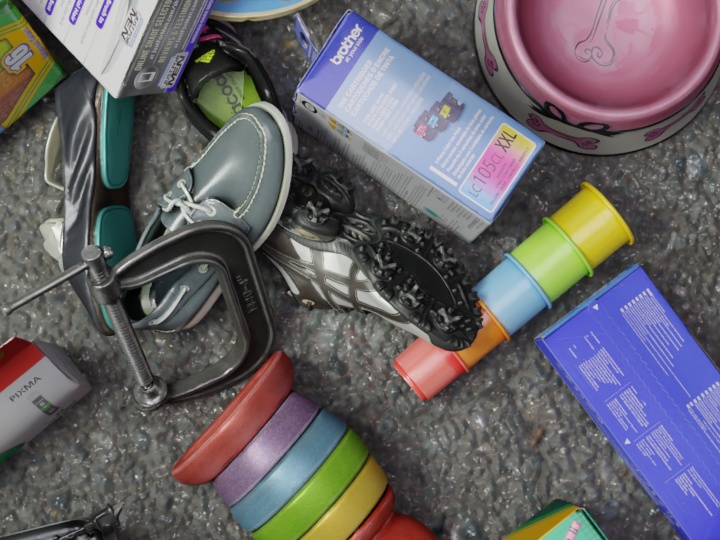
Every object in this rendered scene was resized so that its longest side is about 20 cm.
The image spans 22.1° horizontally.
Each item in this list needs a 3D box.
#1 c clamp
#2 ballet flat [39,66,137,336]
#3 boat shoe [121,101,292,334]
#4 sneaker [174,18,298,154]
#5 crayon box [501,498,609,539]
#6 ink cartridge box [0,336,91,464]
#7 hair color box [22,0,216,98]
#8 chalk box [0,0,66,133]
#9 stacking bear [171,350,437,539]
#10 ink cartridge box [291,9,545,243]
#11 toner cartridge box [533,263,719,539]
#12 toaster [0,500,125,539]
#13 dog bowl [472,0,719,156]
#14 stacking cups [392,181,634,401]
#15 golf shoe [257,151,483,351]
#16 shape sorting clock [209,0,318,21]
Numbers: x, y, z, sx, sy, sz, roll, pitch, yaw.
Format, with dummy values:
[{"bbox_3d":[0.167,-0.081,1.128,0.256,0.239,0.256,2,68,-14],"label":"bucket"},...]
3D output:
[{"bbox_3d":[-0.145,0.037,1.307,0.170,0.200,0.027,-31,50,-7],"label":"c clamp"},{"bbox_3d":[-0.202,-0.052,1.364,0.073,0.073,0.201,0,92,-2],"label":"ballet flat"},{"bbox_3d":[-0.113,-0.033,1.311,0.073,0.062,0.200,46,122,23],"label":"boat shoe"},{"bbox_3d":[-0.116,-0.157,1.358,0.074,0.087,0.200,-36,88,-4],"label":"sneaker"},{"bbox_3d":[0.090,0.249,1.322,0.200,0.119,0.058,-37,88,-4],"label":"crayon box"},{"bbox_3d":[-0.272,0.114,1.277,0.161,0.200,0.050,-39,89,-4],"label":"ink cartridge box"},{"bbox_3d":[-0.193,-0.227,1.315,0.200,0.065,0.110,47,125,25],"label":"hair color box"},{"bbox_3d":[-0.337,-0.137,1.315,0.200,0.124,0.124,-43,67,-4],"label":"chalk box"},{"bbox_3d":[-0.024,0.170,1.333,0.200,0.114,0.122,43,86,-3],"label":"stacking bear"},{"bbox_3d":[0.025,-0.110,1.335,0.200,0.136,0.077,33,84,0],"label":"ink cartridge box"},{"bbox_3d":[0.228,0.103,1.375,0.095,0.043,0.200,-36,88,-5],"label":"toner cartridge box"},{"bbox_3d":[-0.238,0.272,1.308,0.199,0.119,0.182,-14,87,-3],"label":"toaster"},{"bbox_3d":[0.186,-0.189,1.379,0.199,0.074,0.201,0,86,-2],"label":"dog bowl"},{"bbox_3d":[0.108,0.016,1.372,0.200,0.061,0.061,-37,88,-2],"label":"stacking cups"},{"bbox_3d":[0.000,0.000,1.356,0.200,0.095,0.078,39,48,7],"label":"golf shoe"},{"bbox_3d":[-0.089,-0.273,1.368,0.199,0.039,0.201,3,65,-7],"label":"shape sorting clock"}]
